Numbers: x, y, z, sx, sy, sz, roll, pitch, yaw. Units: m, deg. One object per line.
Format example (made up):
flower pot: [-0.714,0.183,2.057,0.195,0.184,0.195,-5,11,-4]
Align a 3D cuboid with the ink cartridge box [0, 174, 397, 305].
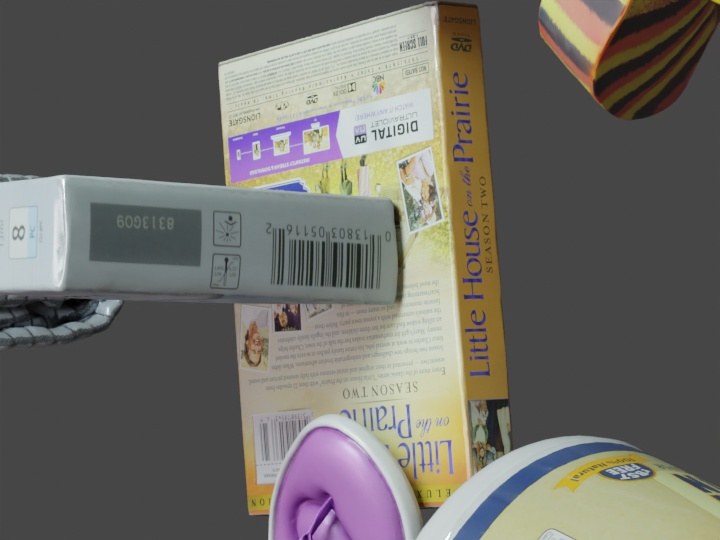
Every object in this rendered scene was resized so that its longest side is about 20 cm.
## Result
ink cartridge box: [-0.108,-0.008,0.948,0.200,0.160,0.047,-4,86,50]

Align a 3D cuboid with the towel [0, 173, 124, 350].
towel: [-0.237,-0.006,1.122,0.165,0.200,0.086,1,90,49]

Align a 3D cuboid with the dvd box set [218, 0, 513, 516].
dvd box set: [0.000,0.000,0.968,0.146,0.029,0.201,-11,82,49]

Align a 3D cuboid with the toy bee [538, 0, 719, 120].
toy bee: [0.103,-0.137,0.777,0.131,0.109,0.201,32,118,41]

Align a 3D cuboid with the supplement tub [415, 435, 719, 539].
supplement tub: [0.116,0.148,0.745,0.200,0.144,0.145,23,109,47]

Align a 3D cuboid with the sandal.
sandal: [-0.021,0.150,0.957,0.082,0.050,0.203,34,131,26]
